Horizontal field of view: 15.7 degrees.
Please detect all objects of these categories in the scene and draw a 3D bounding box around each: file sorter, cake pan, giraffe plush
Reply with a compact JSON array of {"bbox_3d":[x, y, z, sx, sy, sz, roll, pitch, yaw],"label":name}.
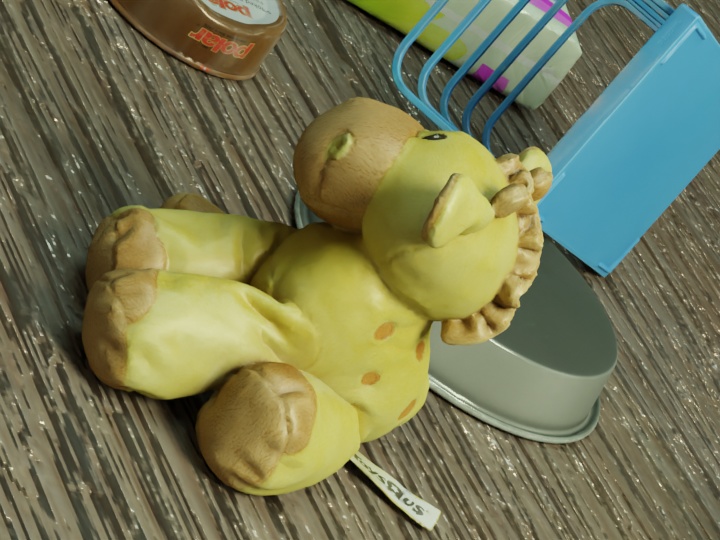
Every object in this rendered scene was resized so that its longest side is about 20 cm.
[{"bbox_3d":[0.121,-0.102,1.470,0.123,0.139,0.200,44,5,20],"label":"file sorter"},{"bbox_3d":[0.056,0.006,1.362,0.200,0.037,0.200,32,24,-16],"label":"cake pan"},{"bbox_3d":[0.000,0.000,1.124,0.200,0.162,0.173,32,24,-17],"label":"giraffe plush"}]

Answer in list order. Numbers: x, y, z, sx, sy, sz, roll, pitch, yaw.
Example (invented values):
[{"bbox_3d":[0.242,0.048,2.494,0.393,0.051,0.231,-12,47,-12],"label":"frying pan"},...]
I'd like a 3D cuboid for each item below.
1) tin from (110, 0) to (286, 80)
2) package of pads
[{"bbox_3d":[-0.107,-0.183,1.466,0.112,0.042,0.200,17,32,-35],"label":"tin"},{"bbox_3d":[0.043,-0.206,1.694,0.200,0.068,0.155,30,25,-23],"label":"package of pads"}]
